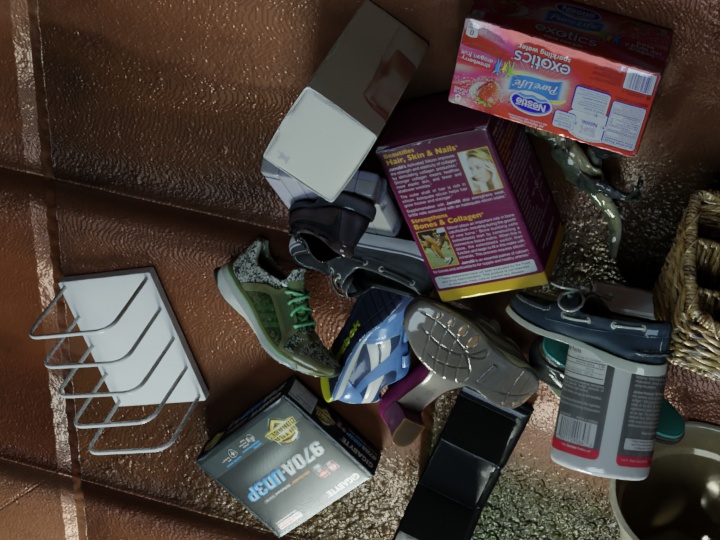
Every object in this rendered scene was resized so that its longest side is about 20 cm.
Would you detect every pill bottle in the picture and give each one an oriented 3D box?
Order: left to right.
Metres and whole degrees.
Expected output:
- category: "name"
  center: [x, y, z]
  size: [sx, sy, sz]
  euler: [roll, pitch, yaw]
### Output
- category: "pill bottle"
  center: [0.275, 0.118, 1.670]
  size: [0.110, 0.111, 0.202]
  euler: [11, 93, 13]

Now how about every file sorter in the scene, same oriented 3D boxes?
- category: "file sorter"
  center: [-0.304, 0.119, 1.930]
  size: [0.137, 0.125, 0.201]
  euler: [-5, 123, 25]

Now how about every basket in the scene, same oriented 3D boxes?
- category: "basket"
  center: [0.410, 0.025, 1.548]
  size: [0.198, 0.143, 0.150]
  euler: [9, 130, -7]

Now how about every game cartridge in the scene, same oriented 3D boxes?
- category: "game cartridge"
  center: [-0.025, -0.079, 1.664]
  size: [0.128, 0.039, 0.200]
  euler: [9, 169, 10]

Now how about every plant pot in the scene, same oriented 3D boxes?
- category: "plant pot"
  center: [0.375, 0.310, 1.782]
  size: [0.198, 0.201, 0.184]
  euler: [14, 140, 11]

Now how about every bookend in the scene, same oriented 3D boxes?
- category: "bookend"
  center: [0.110, 0.271, 1.833]
  size: [0.091, 0.199, 0.201]
  euler: [24, 129, 5]

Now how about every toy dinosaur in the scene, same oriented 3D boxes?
- category: "toy dinosaur"
  center: [0.248, -0.100, 1.610]
  size: [0.088, 0.048, 0.201]
  euler: [-14, 120, 45]

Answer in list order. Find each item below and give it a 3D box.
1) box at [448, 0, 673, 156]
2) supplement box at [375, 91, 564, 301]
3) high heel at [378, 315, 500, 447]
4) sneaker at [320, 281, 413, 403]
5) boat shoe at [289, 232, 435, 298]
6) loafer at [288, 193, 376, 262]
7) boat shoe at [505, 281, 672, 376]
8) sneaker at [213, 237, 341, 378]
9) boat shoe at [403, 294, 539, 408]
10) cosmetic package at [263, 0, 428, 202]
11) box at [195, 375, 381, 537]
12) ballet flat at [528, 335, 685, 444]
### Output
- category: "box"
  center: [0.197, -0.202, 1.522]
  size: [0.198, 0.096, 0.100]
  euler: [17, 128, 8]
- category: "supplement box"
  center: [0.119, -0.082, 1.634]
  size: [0.130, 0.104, 0.201]
  euler: [-9, 121, 26]
- category: "high heel"
  center: [0.089, 0.112, 1.833]
  size: [0.067, 0.096, 0.200]
  euler: [34, 109, -27]
- category: "sneaker"
  center: [0.026, 0.078, 1.808]
  size: [0.082, 0.074, 0.201]
  euler: [17, 125, -24]
- category: "boat shoe"
  center: [0.000, 0.000, 1.740]
  size: [0.198, 0.067, 0.070]
  euler: [10, 155, 25]
- category: "loafer"
  center: [-0.040, -0.038, 1.640]
  size: [0.071, 0.064, 0.200]
  euler: [20, 169, -15]
- category: "boat shoe"
  center: [0.234, 0.050, 1.584]
  size: [0.199, 0.074, 0.062]
  euler: [24, 108, 47]
- category: "sneaker"
  center: [-0.086, 0.041, 1.795]
  size: [0.200, 0.077, 0.089]
  euler: [46, 115, 16]
- category: "boat shoe"
  center: [0.117, 0.084, 1.727]
  size: [0.074, 0.074, 0.200]
  euler: [-41, 124, 17]
- category: "cosmetic package"
  center: [-0.011, -0.173, 1.554]
  size: [0.087, 0.201, 0.104]
  euler: [34, 130, -5]
- category: "box"
  center: [-0.095, 0.242, 1.989]
  size: [0.159, 0.046, 0.200]
  euler: [43, 127, -13]
- category: "ballet flat"
  center: [0.278, 0.142, 1.768]
  size: [0.199, 0.068, 0.069]
  euler: [36, 140, 7]
